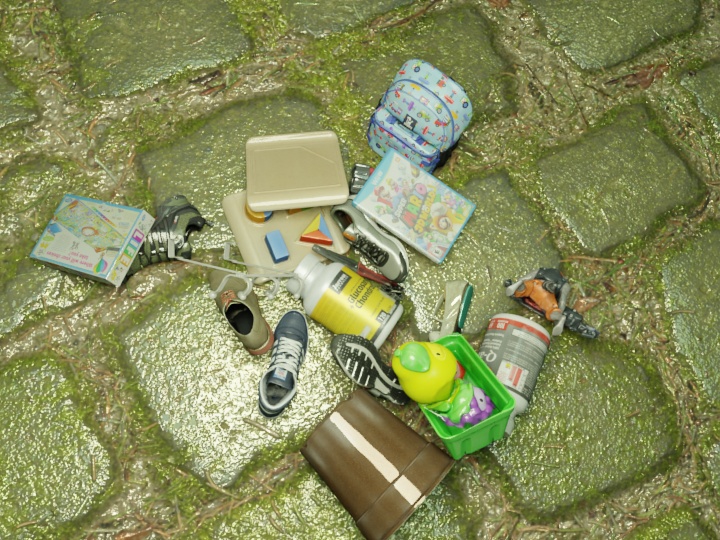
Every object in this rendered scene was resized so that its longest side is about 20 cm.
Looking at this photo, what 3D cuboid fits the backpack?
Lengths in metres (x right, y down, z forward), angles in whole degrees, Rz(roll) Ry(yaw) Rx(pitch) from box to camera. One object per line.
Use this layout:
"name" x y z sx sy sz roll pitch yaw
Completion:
"backpack" 0.113 -0.293 1.270 0.183 0.200 0.135 39 70 4

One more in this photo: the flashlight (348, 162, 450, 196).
"flashlight" 0.078 -0.160 1.303 0.200 0.068 0.068 10 71 -10

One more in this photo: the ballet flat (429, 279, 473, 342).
"ballet flat" 0.161 0.110 1.242 0.062 0.067 0.200 8 66 24

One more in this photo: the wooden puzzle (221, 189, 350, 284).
"wooden puzzle" -0.141 -0.091 1.257 0.200 0.046 0.185 -21 78 -13

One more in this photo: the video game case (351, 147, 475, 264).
"video game case" 0.103 -0.123 1.251 0.200 0.018 0.143 34 70 -1

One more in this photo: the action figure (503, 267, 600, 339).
"action figure" 0.364 0.051 1.222 0.200 0.193 0.105 29 114 13

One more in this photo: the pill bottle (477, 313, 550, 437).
"pill bottle" 0.259 0.189 1.194 0.116 0.116 0.200 25 71 0

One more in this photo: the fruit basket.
"fruit basket" 0.134 0.174 1.062 0.155 0.216 0.216 -22 78 -11

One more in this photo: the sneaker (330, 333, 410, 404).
"sneaker" 0.007 0.173 1.141 0.200 0.080 0.074 44 61 -35

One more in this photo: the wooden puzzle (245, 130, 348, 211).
"wooden puzzle" -0.124 -0.188 1.263 0.185 0.037 0.200 -6 49 -5

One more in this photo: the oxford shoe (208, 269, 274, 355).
"oxford shoe" -0.218 0.056 1.163 0.070 0.075 0.200 -38 57 -7

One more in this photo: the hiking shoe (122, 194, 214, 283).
"hiking shoe" -0.359 -0.045 1.198 0.101 0.076 0.200 36 71 7

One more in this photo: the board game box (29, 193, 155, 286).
"board game box" -0.471 -0.057 1.159 0.200 0.034 0.135 13 69 27

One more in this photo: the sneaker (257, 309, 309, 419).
"sneaker" -0.131 0.157 1.153 0.070 0.109 0.200 15 72 -4

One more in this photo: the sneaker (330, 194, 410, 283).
"sneaker" 0.014 -0.052 1.243 0.079 0.074 0.200 -24 69 -45

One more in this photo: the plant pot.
"plant pot" 0.020 0.313 1.093 0.198 0.200 0.200 43 73 13

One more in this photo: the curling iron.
"curling iron" 0.000 0.000 1.240 0.200 0.050 0.026 30 104 -8

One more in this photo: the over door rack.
"over door rack" -0.216 0.007 1.140 0.200 0.148 0.067 25 102 31

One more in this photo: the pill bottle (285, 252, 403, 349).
"pill bottle" -0.031 0.056 1.195 0.200 0.112 0.112 34 72 2
